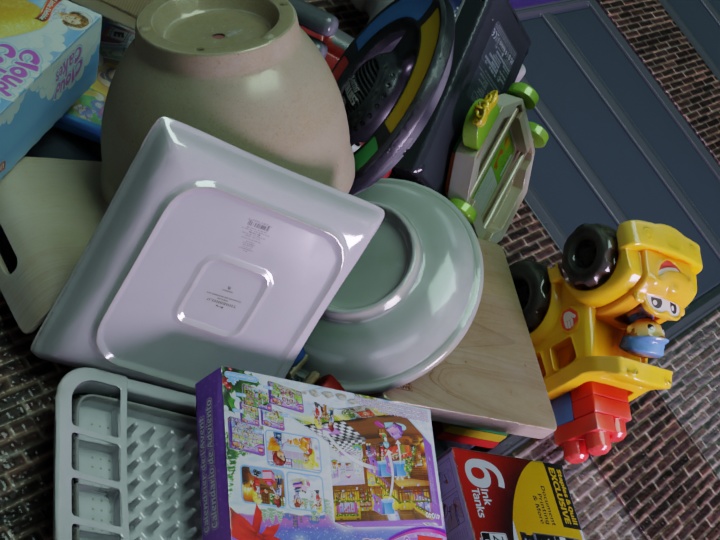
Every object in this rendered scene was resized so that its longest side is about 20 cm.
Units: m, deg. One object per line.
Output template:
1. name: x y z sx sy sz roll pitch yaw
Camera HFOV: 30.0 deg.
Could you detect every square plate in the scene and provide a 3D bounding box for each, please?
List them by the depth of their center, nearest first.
1. square plate: -0.102 0.012 0.951 0.198 0.199 0.029 20 22 -34

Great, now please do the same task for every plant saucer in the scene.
1. plant saucer: 0.000 0.000 1.096 0.050 0.197 0.202 64 11 -57

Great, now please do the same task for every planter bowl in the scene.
1. planter bowl: -0.104 -0.131 1.007 0.197 0.136 0.201 -1 35 1

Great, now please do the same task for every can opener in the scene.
1. can opener: -0.113 -0.254 1.249 0.198 0.053 0.066 26 12 9

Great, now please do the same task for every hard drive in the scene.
1. hard drive: 0.102 -0.164 1.314 0.033 0.202 0.139 20 -8 25

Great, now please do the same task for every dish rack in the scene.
1. dish rack: -0.130 0.167 0.937 0.198 0.044 0.173 18 46 -33

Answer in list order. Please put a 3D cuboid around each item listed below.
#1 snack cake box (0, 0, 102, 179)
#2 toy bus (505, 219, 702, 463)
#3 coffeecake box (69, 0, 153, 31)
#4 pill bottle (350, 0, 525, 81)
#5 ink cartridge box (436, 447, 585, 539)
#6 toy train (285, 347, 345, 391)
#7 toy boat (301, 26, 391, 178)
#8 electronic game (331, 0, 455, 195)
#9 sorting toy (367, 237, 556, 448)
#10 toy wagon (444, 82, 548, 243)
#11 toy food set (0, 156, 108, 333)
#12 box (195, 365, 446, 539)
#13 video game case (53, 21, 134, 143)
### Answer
1. snack cake box: -0.288 -0.143 1.005 0.114 0.068 0.201 20 39 5
2. toy bus: 0.225 0.073 1.246 0.135 0.199 0.195 18 54 -37
3. coffeecake box: -0.235 -0.287 1.147 0.152 0.074 0.200 21 20 -30
4. pill bottle: 0.076 -0.253 1.445 0.200 0.111 0.111 49 38 2
5. ink cartridge box: 0.136 0.258 1.081 0.174 0.084 0.202 14 48 -37
6. toy train: -0.030 0.107 1.053 0.201 0.046 0.034 57 37 -9
7. toy boat: -0.010 -0.170 1.275 0.129 0.131 0.202 26 42 -25
8. electronic game: 0.010 -0.145 1.117 0.041 0.200 0.202 30 41 -26
9. sorting toy: 0.058 0.057 1.193 0.198 0.070 0.201 14 49 -35
10. toy wagon: 0.129 -0.111 1.322 0.039 0.201 0.156 19 68 26
11. toy food set: -0.194 -0.014 1.032 0.198 0.061 0.144 0 46 -46
12. box: -0.025 0.155 0.972 0.198 0.039 0.139 16 55 -36
13. video game case: -0.150 -0.138 1.149 0.197 0.018 0.144 20 42 -3
